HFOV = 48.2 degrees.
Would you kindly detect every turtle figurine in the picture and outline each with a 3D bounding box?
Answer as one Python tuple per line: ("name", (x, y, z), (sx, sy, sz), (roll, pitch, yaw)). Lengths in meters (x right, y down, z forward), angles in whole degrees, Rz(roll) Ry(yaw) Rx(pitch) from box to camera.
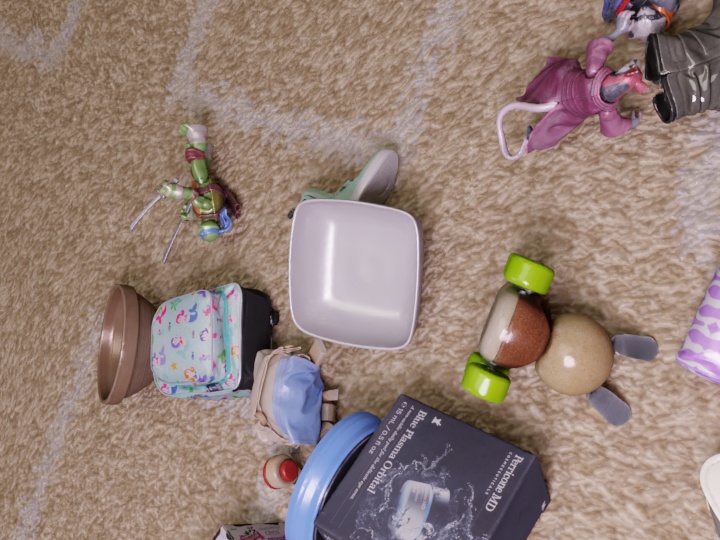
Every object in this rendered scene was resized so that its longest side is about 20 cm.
("turtle figurine", (-0.308, -0.138, 1.372), (0.198, 0.143, 0.197), (-15, 67, 28))

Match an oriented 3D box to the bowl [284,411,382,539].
("bowl", (-0.017, 0.280, 1.023), (0.039, 0.200, 0.203), (21, 91, 31))

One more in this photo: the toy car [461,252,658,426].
("toy car", (0.241, 0.093, 0.952), (0.198, 0.158, 0.166), (22, 96, 8))

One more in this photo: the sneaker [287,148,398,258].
("sneaker", (-0.033, -0.116, 1.205), (0.118, 0.073, 0.202), (41, 106, 28))

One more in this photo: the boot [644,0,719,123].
("boot", (0.387, -0.268, 0.912), (0.129, 0.068, 0.203), (-2, 76, 0))

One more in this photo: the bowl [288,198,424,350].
("bowl", (0.000, 0.000, 1.121), (0.197, 0.074, 0.203), (9, 103, 23))

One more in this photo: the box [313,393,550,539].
("box", (0.087, 0.283, 0.950), (0.198, 0.118, 0.197), (19, 60, 35))

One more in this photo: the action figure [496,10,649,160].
("action figure", (0.260, -0.217, 0.959), (0.136, 0.147, 0.200), (72, 164, -9))

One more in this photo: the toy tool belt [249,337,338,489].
("toy tool belt", (-0.089, 0.204, 1.144), (0.122, 0.124, 0.203), (-17, 70, 40))

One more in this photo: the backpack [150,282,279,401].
("backpack", (-0.246, 0.117, 1.268), (0.198, 0.150, 0.180), (-13, 73, 38))

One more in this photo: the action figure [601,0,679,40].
("action figure", (0.359, -0.368, 0.948), (0.103, 0.200, 0.196), (13, 92, 3))

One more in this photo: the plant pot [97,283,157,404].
("plant pot", (-0.382, 0.128, 1.369), (0.200, 0.092, 0.204), (-30, 56, 58))

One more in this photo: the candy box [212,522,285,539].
("candy box", (-0.187, 0.454, 1.144), (0.061, 0.136, 0.201), (41, 102, 36))

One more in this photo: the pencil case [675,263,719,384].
("pencil case", (0.412, 0.030, 0.853), (0.085, 0.084, 0.202), (26, 96, 8))

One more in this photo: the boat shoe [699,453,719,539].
("boat shoe", (0.403, 0.285, 0.808), (0.071, 0.060, 0.204), (-23, 67, 17))
